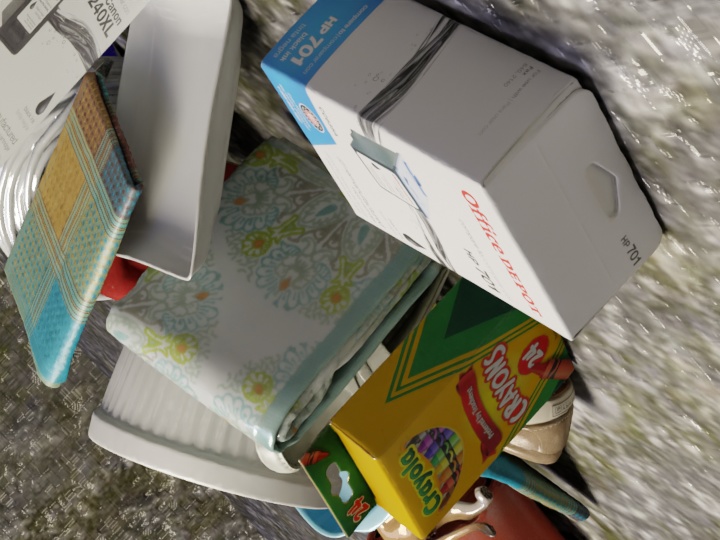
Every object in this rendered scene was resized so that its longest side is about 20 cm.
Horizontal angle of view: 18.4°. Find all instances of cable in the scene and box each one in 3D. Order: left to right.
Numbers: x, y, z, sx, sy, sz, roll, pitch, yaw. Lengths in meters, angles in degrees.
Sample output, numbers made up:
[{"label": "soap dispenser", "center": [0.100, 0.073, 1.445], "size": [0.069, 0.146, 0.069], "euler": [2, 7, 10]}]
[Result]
[{"label": "cable", "center": [-0.206, -0.074, 1.795], "size": [0.200, 0.199, 0.069], "euler": [49, -170, -35]}]

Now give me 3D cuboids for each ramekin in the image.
[{"label": "ramekin", "center": [-0.099, 0.102, 1.696], "size": [0.199, 0.106, 0.200], "euler": [17, -179, 0]}]

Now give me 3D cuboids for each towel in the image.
[{"label": "towel", "center": [-0.217, -0.030, 1.681], "size": [0.022, 0.201, 0.147], "euler": [7, -142, -30]}, {"label": "towel", "center": [-0.058, 0.012, 1.583], "size": [0.171, 0.200, 0.048], "euler": [32, 163, 30]}, {"label": "towel", "center": [0.093, 0.145, 1.811], "size": [0.146, 0.022, 0.200], "euler": [36, -178, 36]}]

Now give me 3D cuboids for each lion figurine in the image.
[{"label": "lion figurine", "center": [0.017, 0.185, 1.901], "size": [0.200, 0.123, 0.072], "euler": [48, -151, 13]}]

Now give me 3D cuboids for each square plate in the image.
[{"label": "square plate", "center": [-0.133, -0.102, 1.588], "size": [0.028, 0.202, 0.198], "euler": [7, -176, -26]}]

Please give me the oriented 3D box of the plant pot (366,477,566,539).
[{"label": "plant pot", "center": [0.116, 0.286, 2.003], "size": [0.196, 0.200, 0.201], "euler": [56, 164, -17]}]

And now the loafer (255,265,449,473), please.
[{"label": "loafer", "center": [-0.006, 0.061, 1.601], "size": [0.070, 0.201, 0.070], "euler": [14, 154, 42]}]

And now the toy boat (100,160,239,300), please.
[{"label": "toy boat", "center": [-0.122, -0.013, 1.730], "size": [0.199, 0.131, 0.131], "euler": [14, -161, -25]}]

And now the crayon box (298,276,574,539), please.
[{"label": "crayon box", "center": [0.055, 0.097, 1.519], "size": [0.051, 0.200, 0.127], "euler": [35, 165, 33]}]

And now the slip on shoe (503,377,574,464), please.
[{"label": "slip on shoe", "center": [0.068, 0.090, 1.653], "size": [0.199, 0.076, 0.061], "euler": [14, 122, 27]}]

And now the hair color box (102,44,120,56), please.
[{"label": "hair color box", "center": [-0.205, -0.105, 1.944], "size": [0.110, 0.065, 0.200], "euler": [59, 171, 17]}]

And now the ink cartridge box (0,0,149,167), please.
[{"label": "ink cartridge box", "center": [-0.243, -0.189, 1.541], "size": [0.083, 0.200, 0.145], "euler": [32, 164, 27]}]

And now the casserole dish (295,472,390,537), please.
[{"label": "casserole dish", "center": [-0.031, 0.127, 1.854], "size": [0.200, 0.121, 0.039], "euler": [53, -151, 16]}]

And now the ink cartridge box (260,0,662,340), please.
[{"label": "ink cartridge box", "center": [0.056, -0.068, 1.257], "size": [0.200, 0.086, 0.147], "euler": [33, 164, 45]}]
